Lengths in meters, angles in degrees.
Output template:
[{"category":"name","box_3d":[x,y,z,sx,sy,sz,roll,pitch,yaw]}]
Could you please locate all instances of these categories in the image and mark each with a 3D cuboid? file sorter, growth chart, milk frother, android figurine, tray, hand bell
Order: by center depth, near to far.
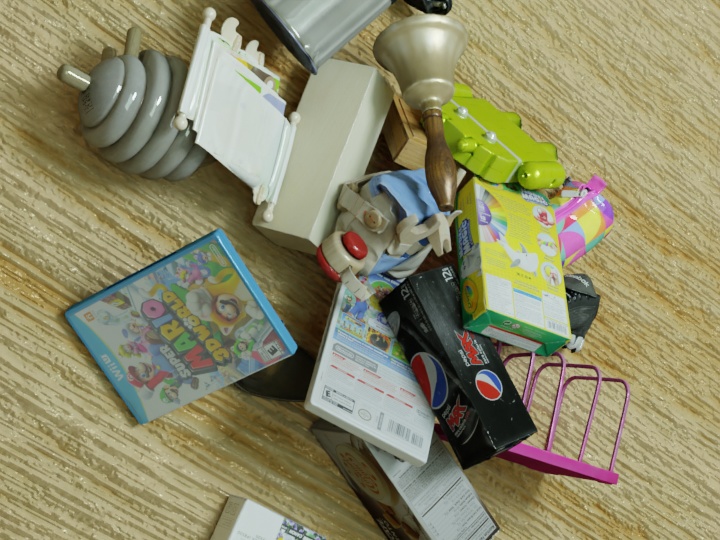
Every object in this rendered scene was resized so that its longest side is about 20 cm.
[{"category":"growth chart","box_3d":[-0.119,-0.158,1.404,0.200,0.018,0.146,45,56,-50]},{"category":"hand bell","box_3d":[0.075,-0.153,1.441,0.103,0.104,0.202,8,59,-28]},{"category":"milk frother","box_3d":[-0.003,-0.292,1.492,0.188,0.181,0.200,-40,123,-2]},{"category":"android figurine","box_3d":[0.144,-0.150,1.566,0.199,0.182,0.041,-2,132,-55]},{"category":"tray","box_3d":[0.119,-0.126,1.585,0.199,0.099,0.037,23,119,-27]},{"category":"file sorter","box_3d":[0.188,0.154,1.593,0.199,0.139,0.127,20,79,-26]}]

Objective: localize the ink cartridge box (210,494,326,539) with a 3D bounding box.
[{"category":"ink cartridge box","box_3d":[-0.126,0.351,1.469,0.109,0.050,0.201,30,74,-24]}]

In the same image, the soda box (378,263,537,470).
[{"category":"soda box","box_3d":[0.100,0.099,1.454,0.070,0.063,0.201,-15,72,-39]}]

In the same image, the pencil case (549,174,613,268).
[{"category":"pencil case","box_3d":[0.210,-0.031,1.641,0.200,0.088,0.089,-38,106,-24]}]

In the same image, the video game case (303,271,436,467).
[{"category":"video game case","box_3d":[0.025,0.089,1.463,0.142,0.018,0.201,29,51,-17]}]

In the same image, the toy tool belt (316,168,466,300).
[{"category":"toy tool belt","box_3d":[0.039,-0.057,1.444,0.125,0.123,0.200,52,25,4]}]

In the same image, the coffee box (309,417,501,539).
[{"category":"coffee box","box_3d":[0.049,0.228,1.531,0.080,0.114,0.201,-41,108,-24]}]

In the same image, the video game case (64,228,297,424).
[{"category":"video game case","box_3d":[-0.180,0.059,1.383,0.144,0.199,0.018,57,26,-15]}]

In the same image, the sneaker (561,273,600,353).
[{"category":"sneaker","box_3d":[0.227,0.039,1.604,0.091,0.066,0.200,-59,154,7]}]

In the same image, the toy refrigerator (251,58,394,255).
[{"category":"toy refrigerator","box_3d":[-0.037,-0.121,1.503,0.070,0.075,0.202,41,66,-61]}]

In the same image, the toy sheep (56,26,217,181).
[{"category":"toy sheep","box_3d":[-0.214,-0.160,1.391,0.199,0.137,0.139,21,79,-31]}]

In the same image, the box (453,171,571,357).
[{"category":"box","box_3d":[0.159,-0.016,1.500,0.117,0.048,0.201,20,51,-26]}]

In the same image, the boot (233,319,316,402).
[{"category":"boot","box_3d":[-0.101,0.090,1.462,0.199,0.097,0.075,26,76,-25]}]
